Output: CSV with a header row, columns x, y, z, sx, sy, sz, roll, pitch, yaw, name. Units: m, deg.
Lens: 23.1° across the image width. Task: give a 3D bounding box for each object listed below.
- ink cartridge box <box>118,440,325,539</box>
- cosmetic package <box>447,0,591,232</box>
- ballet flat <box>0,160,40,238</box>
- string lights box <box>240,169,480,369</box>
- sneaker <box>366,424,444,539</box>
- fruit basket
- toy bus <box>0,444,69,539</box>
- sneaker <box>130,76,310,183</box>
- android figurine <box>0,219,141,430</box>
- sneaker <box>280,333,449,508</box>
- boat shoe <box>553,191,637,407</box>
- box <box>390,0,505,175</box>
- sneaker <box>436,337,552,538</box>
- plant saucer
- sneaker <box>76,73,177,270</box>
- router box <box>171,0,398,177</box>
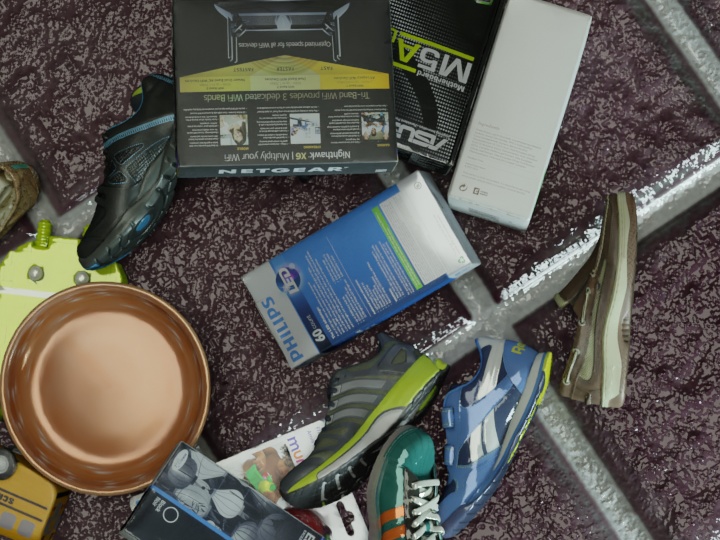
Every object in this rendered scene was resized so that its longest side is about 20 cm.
x,y,z,sx,sy,sz,roll,pitch,yaw,name
-0.109,0.250,1.589,0.200,0.039,0.100,34,72,-6,ink cartridge box
0.147,-0.147,1.653,0.085,0.108,0.200,18,88,5,cosmetic package
-0.389,-0.028,1.695,0.070,0.065,0.200,35,88,12,ballet flat
0.000,0.000,1.655,0.200,0.059,0.103,-30,84,12,string lights box
0.050,0.244,1.600,0.080,0.071,0.200,14,98,42,sneaker
-0.092,0.261,1.643,0.200,0.094,0.186,-22,84,-2,fruit basket
-0.380,0.191,1.678,0.200,0.065,0.078,21,89,4,toy bus
-0.126,-0.137,1.687,0.200,0.074,0.081,12,89,6,sneaker
-0.293,0.052,1.697,0.182,0.041,0.200,8,88,4,android figurine
-0.008,0.140,1.640,0.081,0.074,0.200,37,63,21,sneaker
0.219,0.025,1.652,0.075,0.075,0.203,4,86,10,boat shoe
0.019,-0.212,1.653,0.200,0.048,0.193,20,76,-3,box
0.108,0.154,1.650,0.082,0.074,0.200,26,85,10,sneaker
-0.238,0.110,1.655,0.200,0.037,0.201,0,90,4,plant saucer
-0.213,-0.091,1.655,0.082,0.073,0.200,36,96,8,sneaker
-0.069,-0.167,1.586,0.200,0.052,0.158,-1,81,-6,router box
